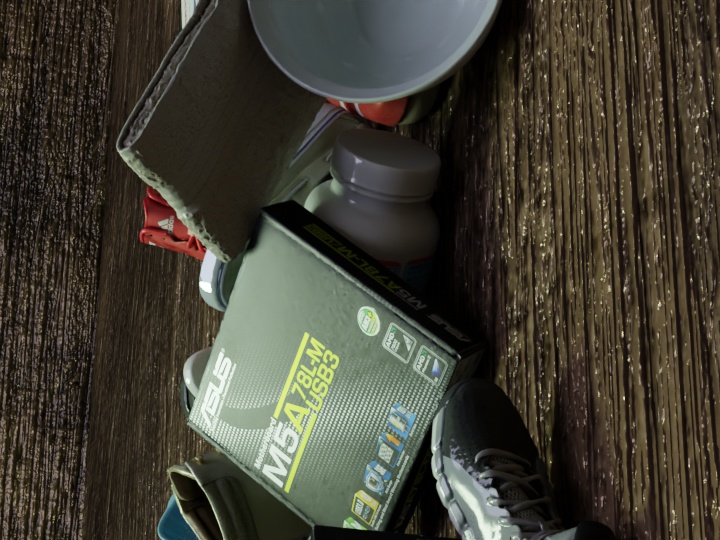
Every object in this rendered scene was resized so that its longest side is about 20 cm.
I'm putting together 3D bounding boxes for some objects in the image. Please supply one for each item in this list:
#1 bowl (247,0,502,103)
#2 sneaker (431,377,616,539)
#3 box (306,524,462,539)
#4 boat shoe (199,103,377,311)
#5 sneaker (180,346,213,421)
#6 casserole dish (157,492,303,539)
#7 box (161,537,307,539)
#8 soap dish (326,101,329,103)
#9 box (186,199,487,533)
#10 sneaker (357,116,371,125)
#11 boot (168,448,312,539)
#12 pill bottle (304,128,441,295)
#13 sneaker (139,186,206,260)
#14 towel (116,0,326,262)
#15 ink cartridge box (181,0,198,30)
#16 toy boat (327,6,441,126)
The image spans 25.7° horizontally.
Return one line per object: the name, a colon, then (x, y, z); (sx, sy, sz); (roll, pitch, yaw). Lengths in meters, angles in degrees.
bowl: (0.023, -0.208, 1.146); (0.090, 0.199, 0.204); (28, -116, -67)
sneaker: (0.103, 0.140, 0.884); (0.116, 0.074, 0.202); (131, 133, -55)
box: (0.030, 0.272, 0.926); (0.125, 0.147, 0.201); (116, 156, -46)
boat shoe: (-0.054, -0.050, 1.254); (0.201, 0.062, 0.072); (-57, -34, -17)
sneaker: (-0.138, 0.118, 1.480); (0.200, 0.098, 0.072); (21, -122, -65)
casserole dish: (-0.098, 0.209, 1.377); (0.199, 0.039, 0.121); (-2, 44, 54)
box: (-0.113, 0.255, 1.415); (0.155, 0.041, 0.201); (-33, 26, 14)
soap dish: (-0.063, -0.153, 1.535); (0.158, 0.080, 0.201); (-103, 25, -48)
box: (-0.023, 0.083, 1.148); (0.192, 0.047, 0.201); (35, 121, 23)
sneaker: (-0.058, -0.115, 1.407); (0.199, 0.075, 0.116); (37, 118, 24)
boot: (-0.086, 0.134, 1.277); (0.201, 0.153, 0.072); (63, 150, 23)
pill bottle: (0.000, 0.000, 1.208); (0.109, 0.108, 0.202); (-116, 37, -62)
sneaker: (-0.124, -0.025, 1.349); (0.199, 0.115, 0.079); (5, 86, 59)
towel: (-0.091, -0.120, 1.152); (0.034, 0.133, 0.201); (-3, 51, 41)
ink cartridge box: (-0.102, -0.275, 1.426); (0.201, 0.087, 0.146); (112, 160, -44)
toy boat: (-0.012, -0.192, 1.283); (0.200, 0.129, 0.132); (-147, 65, -72)
